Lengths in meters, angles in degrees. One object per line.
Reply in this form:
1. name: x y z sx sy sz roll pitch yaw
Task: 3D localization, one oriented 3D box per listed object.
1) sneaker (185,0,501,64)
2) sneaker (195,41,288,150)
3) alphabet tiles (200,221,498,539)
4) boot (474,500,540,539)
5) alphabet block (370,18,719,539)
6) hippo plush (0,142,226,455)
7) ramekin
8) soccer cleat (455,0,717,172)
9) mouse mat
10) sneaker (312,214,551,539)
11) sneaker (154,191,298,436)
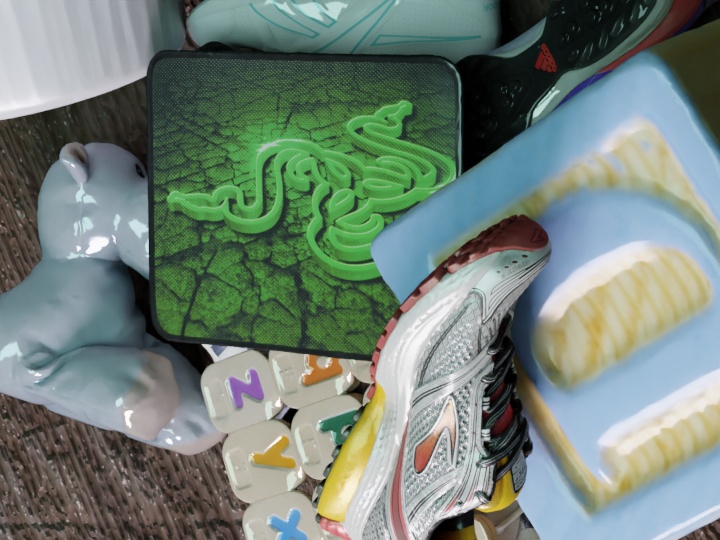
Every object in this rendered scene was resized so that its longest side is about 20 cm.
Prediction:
1. sneaker: -0.012 -0.132 1.255 0.200 0.070 0.080 -5 105 35
2. sneaker: -0.027 -0.054 1.244 0.200 0.071 0.083 39 165 22
3. alphabet tiles: 0.007 0.081 1.205 0.195 0.015 0.200 -22 81 32
4. boot: 0.081 0.109 1.227 0.200 0.074 0.096 -49 52 15
5. alphabet block: 0.164 0.002 1.095 0.195 0.200 0.197 -32 86 36
6. hippo plush: -0.153 0.010 1.377 0.200 0.159 0.161 17 83 14
7. ramekin: -0.194 -0.154 1.298 0.200 0.200 0.098 1 112 34
8. soccer cleat: 0.105 -0.100 1.184 0.200 0.073 0.068 -42 59 37
9. mouse mat: -0.033 -0.034 1.204 0.200 0.008 0.161 4 99 31
10. sneaker: 0.049 0.059 1.028 0.082 0.078 0.200 33 130 17
11. sneaker: -0.048 0.034 1.301 0.084 0.075 0.200 11 135 41
